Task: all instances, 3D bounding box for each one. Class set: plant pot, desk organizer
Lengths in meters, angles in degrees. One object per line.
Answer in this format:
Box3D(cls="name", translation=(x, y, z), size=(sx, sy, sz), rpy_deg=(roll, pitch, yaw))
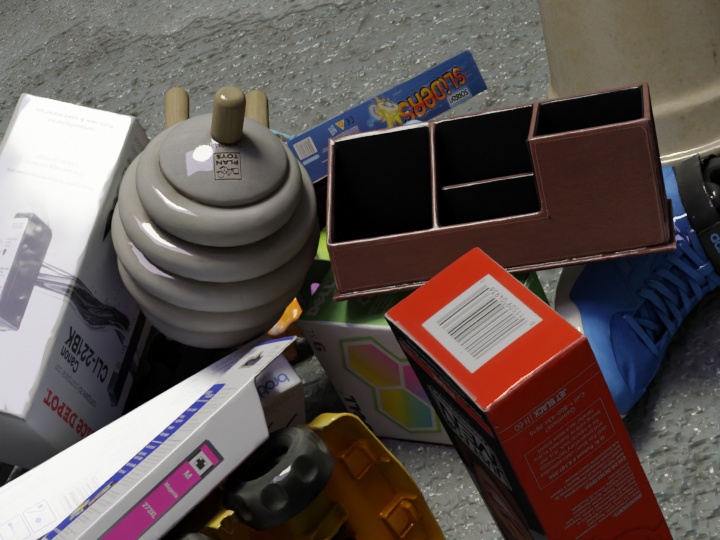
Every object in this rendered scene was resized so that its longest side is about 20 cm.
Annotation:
Box3D(cls="plant pot", translation=(0.195, -0.195, 1.010), size=(0.198, 0.185, 0.201), rpy_deg=(-18, 27, 9))
Box3D(cls="desk organizer", translation=(0.076, -0.045, 0.863), size=(0.198, 0.078, 0.072), rpy_deg=(-9, 22, 14))

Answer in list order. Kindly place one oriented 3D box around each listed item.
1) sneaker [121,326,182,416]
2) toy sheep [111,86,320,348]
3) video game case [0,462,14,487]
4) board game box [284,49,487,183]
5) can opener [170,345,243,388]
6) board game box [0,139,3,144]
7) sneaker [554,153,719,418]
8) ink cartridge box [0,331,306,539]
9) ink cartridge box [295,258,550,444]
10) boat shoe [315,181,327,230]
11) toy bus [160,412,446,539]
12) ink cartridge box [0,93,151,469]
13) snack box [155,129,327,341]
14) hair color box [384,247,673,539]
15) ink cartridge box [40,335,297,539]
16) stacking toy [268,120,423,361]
Box3D(cls="sneaker", translation=(-0.165, 0.100, 1.036), size=(0.103, 0.060, 0.201), rpy_deg=(-28, 32, 10))
Box3D(cls="toy sheep", translation=(-0.086, -0.032, 0.890), size=(0.136, 0.201, 0.139), rpy_deg=(2, 47, -2))
Box3D(cls="video game case", translation=(-0.257, 0.076, 0.996), size=(0.022, 0.201, 0.183), rpy_deg=(19, 65, 16))
Box3D(cls="board game box", translation=(-0.017, -0.093, 1.091), size=(0.199, 0.035, 0.135), rpy_deg=(-31, 6, -39))
Box3D(cls="can opener", translation=(-0.122, 0.120, 0.991), size=(0.066, 0.053, 0.201), rpy_deg=(9, 53, 43))
Box3D(cls="board game box", translation=(-0.297, 0.004, 1.178), size=(0.103, 0.105, 0.201), rpy_deg=(-37, 19, 51))
Box3D(cls="sneaker", translation=(0.186, 0.002, 0.896), size=(0.110, 0.077, 0.201), rpy_deg=(-18, 30, 31))
Box3D(cls="ink cartridge box", translation=(-0.125, 0.123, 0.897), size=(0.199, 0.094, 0.044), rpy_deg=(-30, 61, -16))
Box3D(cls="ink cartridge box", translation=(0.028, 0.050, 0.924), size=(0.198, 0.104, 0.060), rpy_deg=(3, 45, 37))
Box3D(cls="boat shoe", translation=(-0.033, -0.026, 1.105), size=(0.198, 0.072, 0.076), rpy_deg=(-27, 10, 4))
Box3D(cls="toy bus", translation=(-0.078, 0.178, 0.841), size=(0.200, 0.136, 0.191), rpy_deg=(-46, 23, -24))
Box3D(cls="ink cartridge box", translation=(-0.190, 0.015, 0.943), size=(0.083, 0.145, 0.202), rpy_deg=(13, 70, 13))
Box3D(cls="snack box", translation=(-0.126, -0.035, 1.192), size=(0.200, 0.037, 0.116), rpy_deg=(-44, 37, -19))
Box3D(cls="hair color box", translation=(0.092, 0.096, 0.742), size=(0.061, 0.201, 0.101), rpy_deg=(-35, 36, -8))
Box3D(cls="ink cartridge box", translation=(-0.108, 0.113, 0.801), size=(0.200, 0.037, 0.095), rpy_deg=(-44, 8, -16))
Box3D(cls="stacking toy", translation=(0.000, 0.000, 1.026), size=(0.199, 0.116, 0.110), rpy_deg=(-38, 3, 18))
